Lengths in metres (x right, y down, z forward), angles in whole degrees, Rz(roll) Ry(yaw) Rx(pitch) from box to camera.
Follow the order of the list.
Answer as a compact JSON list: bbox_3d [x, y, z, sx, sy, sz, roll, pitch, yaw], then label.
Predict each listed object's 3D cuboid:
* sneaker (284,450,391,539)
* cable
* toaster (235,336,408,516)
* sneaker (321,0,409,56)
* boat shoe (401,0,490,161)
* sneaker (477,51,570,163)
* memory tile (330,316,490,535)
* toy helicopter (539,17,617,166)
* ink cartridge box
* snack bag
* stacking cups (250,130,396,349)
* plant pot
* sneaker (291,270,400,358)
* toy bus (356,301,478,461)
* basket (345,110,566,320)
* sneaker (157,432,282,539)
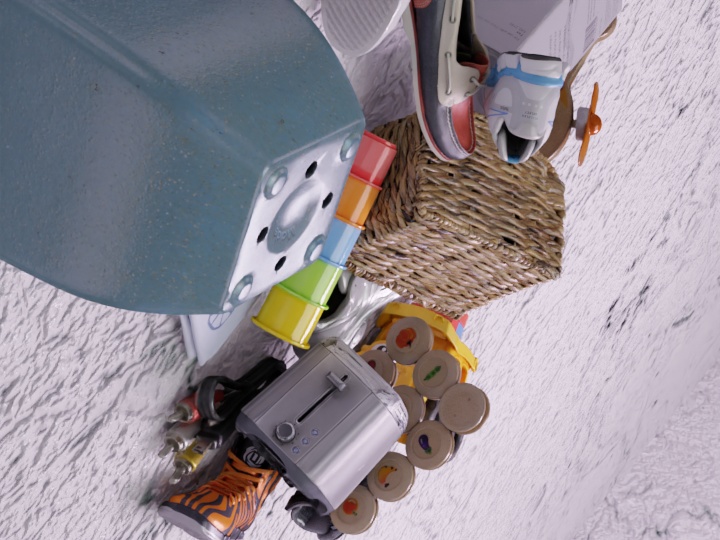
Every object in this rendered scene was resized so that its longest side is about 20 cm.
[{"bbox_3d":[-0.040,0.214,1.861,0.114,0.075,0.200,-52,-158,-12],"label":"sneaker"},{"bbox_3d":[-0.129,0.116,1.690,0.200,0.050,0.097,-50,149,-57],"label":"cable"},{"bbox_3d":[-0.031,0.149,1.695,0.129,0.114,0.200,-44,161,-7],"label":"toaster"},{"bbox_3d":[0.035,-0.262,1.416,0.082,0.074,0.200,-20,140,-55],"label":"sneaker"},{"bbox_3d":[0.080,-0.184,1.548,0.071,0.062,0.200,-61,145,-53],"label":"boat shoe"},{"bbox_3d":[0.136,-0.137,1.587,0.200,0.075,0.087,71,29,-87],"label":"sneaker"},{"bbox_3d":[0.021,0.153,1.773,0.200,0.153,0.017,-43,147,7],"label":"memory tile"},{"bbox_3d":[0.208,-0.191,1.847,0.200,0.132,0.079,-57,160,-1],"label":"toy helicopter"},{"bbox_3d":[0.172,-0.248,1.744,0.200,0.086,0.147,-48,158,-20],"label":"ink cartridge box"},{"bbox_3d":[-0.093,-0.033,1.541,0.200,0.021,0.189,-52,161,-23],"label":"snack bag"},{"bbox_3d":[-0.029,-0.031,1.607,0.200,0.060,0.060,-63,160,1],"label":"stacking cups"},{"bbox_3d":[-0.117,-0.081,1.145,0.196,0.200,0.196,-30,148,-51],"label":"plant pot"},{"bbox_3d":[0.000,0.000,1.736,0.200,0.078,0.099,-54,157,-11],"label":"sneaker"},{"bbox_3d":[0.059,0.099,1.968,0.192,0.136,0.200,-68,159,-9],"label":"toy bus"},{"bbox_3d":[0.078,-0.062,1.697,0.200,0.149,0.143,23,58,-35],"label":"basket"},{"bbox_3d":[-0.133,0.211,1.762,0.112,0.078,0.200,-60,171,-4],"label":"sneaker"}]
